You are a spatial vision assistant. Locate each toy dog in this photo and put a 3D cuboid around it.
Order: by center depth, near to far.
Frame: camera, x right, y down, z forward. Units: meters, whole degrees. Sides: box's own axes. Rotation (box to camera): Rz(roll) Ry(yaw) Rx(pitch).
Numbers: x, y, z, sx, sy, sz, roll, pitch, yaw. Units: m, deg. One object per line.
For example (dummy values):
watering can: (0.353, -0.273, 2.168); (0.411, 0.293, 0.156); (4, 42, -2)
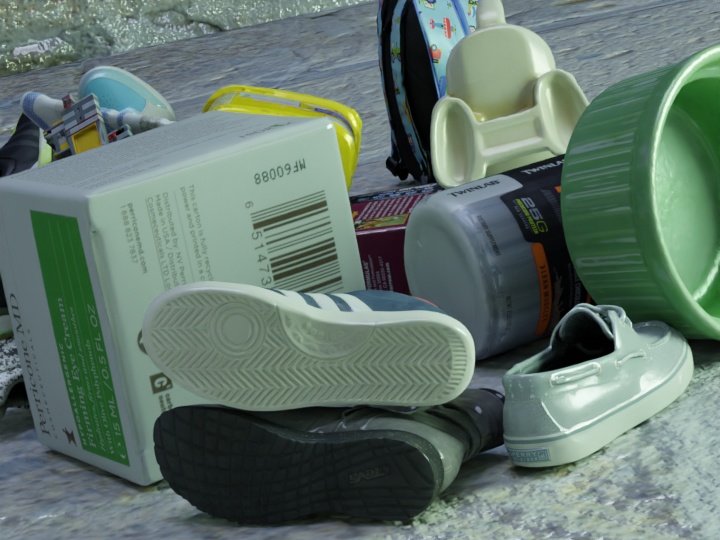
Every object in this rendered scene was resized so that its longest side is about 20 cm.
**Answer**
toy dog: (0.125, -0.117, 1.969); (0.139, 0.195, 0.200); (-23, -21, 4)

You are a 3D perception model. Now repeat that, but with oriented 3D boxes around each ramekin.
ramekin: (0.226, -0.047, 1.552); (0.199, 0.202, 0.097); (-22, 10, -41)

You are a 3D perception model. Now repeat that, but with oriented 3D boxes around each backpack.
backpack: (0.089, -0.182, 2.196); (0.133, 0.202, 0.183); (-13, 13, -10)

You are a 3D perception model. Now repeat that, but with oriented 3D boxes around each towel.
towel: (-0.155, -0.093, 1.794); (0.199, 0.024, 0.147); (11, -17, 30)

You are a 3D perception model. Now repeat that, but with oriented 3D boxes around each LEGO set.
LEGO set: (-0.205, -0.043, 1.727); (0.153, 0.117, 0.200); (-32, -35, 20)

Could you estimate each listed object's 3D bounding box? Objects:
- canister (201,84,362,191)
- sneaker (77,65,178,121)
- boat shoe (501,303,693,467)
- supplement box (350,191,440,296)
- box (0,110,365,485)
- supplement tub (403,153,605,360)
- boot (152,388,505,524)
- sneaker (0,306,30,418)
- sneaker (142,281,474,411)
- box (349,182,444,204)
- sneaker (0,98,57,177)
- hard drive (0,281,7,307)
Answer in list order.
canister: (-0.073, -0.108, 2.016); (0.147, 0.087, 0.200); (10, 8, -2)
sneaker: (-0.191, -0.103, 2.059); (0.079, 0.201, 0.131); (-37, -2, 2)
boat shoe: (0.149, 0.058, 1.433); (0.070, 0.072, 0.200); (-2, 16, 34)
supplement box: (0.000, 0.000, 1.760); (0.198, 0.086, 0.110); (-8, 13, 11)
box: (-0.121, 0.011, 1.562); (0.199, 0.201, 0.171); (-18, 15, -29)
supplement tub: (0.141, -0.019, 1.647); (0.199, 0.124, 0.122); (-18, 15, -25)
boot: (-0.016, 0.106, 1.409); (0.198, 0.070, 0.132); (8, 17, 24)
sneaker: (-0.203, 0.076, 1.701); (0.198, 0.077, 0.089); (-7, 48, -23)
sneaker: (-0.032, 0.044, 1.387); (0.198, 0.076, 0.085); (9, 10, -4)
box: (-0.025, -0.026, 1.970); (0.198, 0.050, 0.161); (-9, 11, 7)
sneaker: (-0.292, -0.092, 1.946); (0.082, 0.072, 0.200); (-6, 24, -9)
hard drive: (-0.215, -0.016, 1.915); (0.135, 0.043, 0.199); (-43, -21, 32)
